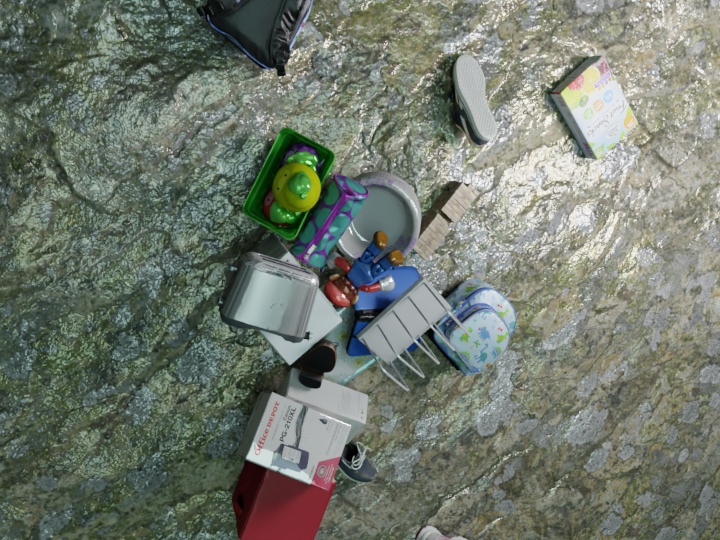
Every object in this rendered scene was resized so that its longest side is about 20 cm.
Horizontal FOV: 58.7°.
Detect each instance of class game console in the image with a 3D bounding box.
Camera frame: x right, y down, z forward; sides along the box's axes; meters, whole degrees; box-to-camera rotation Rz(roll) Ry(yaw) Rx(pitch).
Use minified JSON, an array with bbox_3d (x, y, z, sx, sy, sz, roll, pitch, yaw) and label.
[{"bbox_3d":[0.053,0.094,1.498,0.197,0.119,0.173,-1,124,-28],"label":"game console"}]

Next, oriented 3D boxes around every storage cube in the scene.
[{"bbox_3d":[-0.180,0.511,1.486,0.197,0.171,0.182,19,96,-20],"label":"storage cube"}]

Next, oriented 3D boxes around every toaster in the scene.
[{"bbox_3d":[-0.160,0.050,1.191,0.197,0.114,0.131,18,96,-19],"label":"toaster"}]

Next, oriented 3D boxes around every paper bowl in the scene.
[{"bbox_3d":[0.035,-0.117,1.408,0.197,0.105,0.204,3,114,8],"label":"paper bowl"}]

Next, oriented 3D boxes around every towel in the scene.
[{"bbox_3d":[-0.046,0.173,1.510,0.198,0.048,0.173,-33,108,-7],"label":"towel"}]

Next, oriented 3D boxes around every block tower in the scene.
[{"bbox_3d":[0.189,-0.122,1.503,0.054,0.058,0.201,39,88,-22],"label":"block tower"}]

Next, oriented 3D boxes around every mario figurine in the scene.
[{"bbox_3d":[0.000,0.000,1.377,0.199,0.125,0.105,-39,146,28],"label":"mario figurine"}]

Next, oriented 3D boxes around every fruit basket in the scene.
[{"bbox_3d":[-0.142,-0.173,1.294,0.154,0.215,0.218,29,95,10],"label":"fruit basket"}]

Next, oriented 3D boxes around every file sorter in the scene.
[{"bbox_3d":[0.121,0.146,1.410,0.200,0.125,0.139,-42,133,6],"label":"file sorter"}]

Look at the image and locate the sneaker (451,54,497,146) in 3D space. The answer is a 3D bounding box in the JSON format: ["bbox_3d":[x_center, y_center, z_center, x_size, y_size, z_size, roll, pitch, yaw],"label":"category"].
[{"bbox_3d":[0.244,-0.379,1.449,0.077,0.079,0.204,-10,82,-20],"label":"sneaker"}]

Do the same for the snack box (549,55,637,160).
[{"bbox_3d":[0.568,-0.394,1.553,0.142,0.053,0.201,-40,112,-3],"label":"snack box"}]

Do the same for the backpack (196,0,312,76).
[{"bbox_3d":[-0.186,-0.511,1.235,0.199,0.154,0.191,34,100,-28],"label":"backpack"}]

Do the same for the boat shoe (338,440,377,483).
[{"bbox_3d":[-0.024,0.451,1.569,0.200,0.061,0.075,47,43,-17],"label":"boat shoe"}]

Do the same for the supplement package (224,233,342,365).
[{"bbox_3d":[-0.169,0.055,1.357,0.147,0.200,0.192,-39,111,-4],"label":"supplement package"}]

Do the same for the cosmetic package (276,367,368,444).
[{"bbox_3d":[-0.093,0.315,1.477,0.198,0.086,0.108,24,131,-15],"label":"cosmetic package"}]

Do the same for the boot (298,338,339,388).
[{"bbox_3d":[-0.086,0.171,1.372,0.074,0.201,0.098,21,55,-6],"label":"boot"}]

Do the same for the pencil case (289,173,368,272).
[{"bbox_3d":[-0.065,-0.099,1.326,0.084,0.093,0.201,32,112,-4],"label":"pencil case"}]

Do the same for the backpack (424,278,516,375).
[{"bbox_3d":[0.278,0.136,1.548,0.200,0.147,0.183,-44,114,-5],"label":"backpack"}]

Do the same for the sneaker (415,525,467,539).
[{"bbox_3d":[0.244,0.768,1.728,0.198,0.088,0.082,26,95,-22],"label":"sneaker"}]

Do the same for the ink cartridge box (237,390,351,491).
[{"bbox_3d":[-0.140,0.360,1.359,0.198,0.084,0.147,26,73,-18],"label":"ink cartridge box"}]
